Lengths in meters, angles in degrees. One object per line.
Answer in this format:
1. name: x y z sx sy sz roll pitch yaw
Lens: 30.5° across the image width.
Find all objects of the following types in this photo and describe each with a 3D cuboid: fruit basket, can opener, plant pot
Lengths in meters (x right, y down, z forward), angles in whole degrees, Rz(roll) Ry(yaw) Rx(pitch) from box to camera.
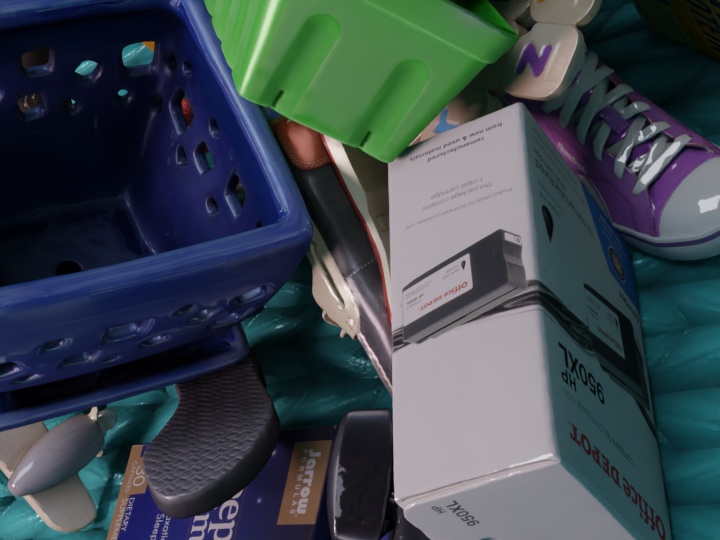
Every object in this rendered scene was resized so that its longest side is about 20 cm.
1. fruit basket: 0.017 -0.182 0.690 0.216 0.154 0.218 -47 32 40
2. can opener: 0.022 0.171 0.679 0.077 0.064 0.203 -2 65 6
3. plant pot: -0.163 -0.030 0.771 0.198 0.181 0.202 -15 63 -23

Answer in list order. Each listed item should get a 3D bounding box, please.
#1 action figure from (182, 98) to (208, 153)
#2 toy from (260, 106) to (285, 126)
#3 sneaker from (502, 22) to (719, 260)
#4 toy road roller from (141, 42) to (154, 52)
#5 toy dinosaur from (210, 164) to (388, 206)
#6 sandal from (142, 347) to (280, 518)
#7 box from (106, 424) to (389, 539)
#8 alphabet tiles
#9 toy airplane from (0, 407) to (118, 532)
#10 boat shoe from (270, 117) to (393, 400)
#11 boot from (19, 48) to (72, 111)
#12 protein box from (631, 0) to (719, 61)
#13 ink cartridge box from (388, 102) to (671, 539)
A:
1. action figure: -0.134 -0.081 0.990 0.066 0.098 0.199 -61 22 -11
2. toy: -0.028 -0.183 0.981 0.115 0.047 0.201 26 79 44
3. sneaker: 0.130 -0.085 0.737 0.073 0.114 0.200 -46 44 -2
4. toy road roller: -0.131 -0.221 0.940 0.123 0.146 0.200 -47 54 6
5. toy dinosaur: -0.018 -0.070 0.868 0.199 0.086 0.137 9 66 46
6. sandal: -0.079 0.096 0.777 0.075 0.043 0.200 -17 15 5
7. box: -0.071 0.156 0.781 0.198 0.032 0.123 -9 54 32
8. alphabet tiles: 0.073 -0.158 0.738 0.195 0.014 0.202 20 87 56
9. toy airplane: -0.250 0.056 0.873 0.141 0.199 0.201 -34 44 31
10. boat shoe: 0.000 0.000 0.759 0.062 0.071 0.202 -24 86 24
11. boot: -0.204 -0.082 0.964 0.069 0.203 0.173 -16 10 -32
12. protein box: 0.258 -0.216 0.713 0.200 0.135 0.198 -48 42 -1
13. ink cartridge box: 0.083 0.045 0.655 0.083 0.145 0.202 -20 50 25
